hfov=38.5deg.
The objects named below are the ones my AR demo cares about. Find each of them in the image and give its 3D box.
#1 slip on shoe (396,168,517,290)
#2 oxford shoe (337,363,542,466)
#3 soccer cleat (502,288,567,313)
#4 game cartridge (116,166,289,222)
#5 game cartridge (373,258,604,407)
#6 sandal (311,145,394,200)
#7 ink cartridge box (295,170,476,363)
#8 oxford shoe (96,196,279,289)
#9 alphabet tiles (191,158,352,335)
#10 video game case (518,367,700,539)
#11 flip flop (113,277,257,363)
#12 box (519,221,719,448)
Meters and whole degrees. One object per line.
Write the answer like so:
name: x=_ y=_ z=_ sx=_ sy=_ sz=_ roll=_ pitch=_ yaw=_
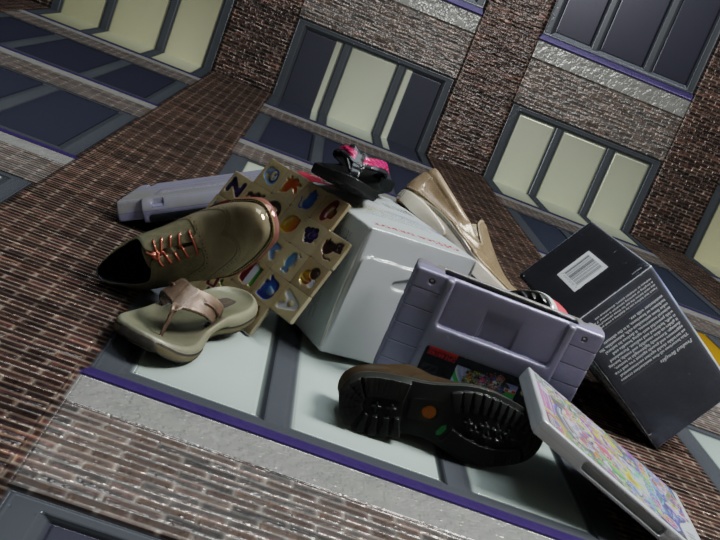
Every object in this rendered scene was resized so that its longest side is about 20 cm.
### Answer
slip on shoe: x=0.130 y=-0.036 z=1.239 sx=0.200 sy=0.061 sz=0.076 roll=46 pitch=-3 yaw=4
oxford shoe: x=0.075 y=0.123 z=0.953 sx=0.199 sy=0.073 sz=0.084 roll=20 pitch=12 yaw=-11
soccer cleat: x=0.141 y=0.048 z=1.136 sx=0.200 sy=0.068 sz=0.073 roll=8 pitch=-14 yaw=44
game cartridge: x=-0.190 y=-0.093 z=1.276 sx=0.199 sy=0.039 sz=0.130 roll=-7 pitch=18 yaw=4
game cartridge: x=0.126 y=0.081 z=1.033 sx=0.199 sy=0.130 sz=0.038 roll=20 pitch=18 yaw=-5
sandal: x=-0.001 y=-0.113 z=1.132 sx=0.075 sy=0.045 sz=0.200 roll=27 pitch=12 yaw=7
ink cartridge box: x=0.000 y=0.000 z=1.142 sx=0.145 sy=0.145 sz=0.200 roll=16 pitch=13 yaw=-31
oxford shoe: x=-0.166 y=-0.017 z=0.983 sx=0.199 sy=0.071 sz=0.075 roll=-21 pitch=-1 yaw=31
alphabet tiles: x=-0.103 y=-0.029 z=1.082 sx=0.200 sy=0.167 sz=0.006 roll=33 pitch=-7 yaw=39
video game case: x=0.231 y=0.180 z=0.954 sx=0.200 sy=0.018 sz=0.143 roll=41 pitch=12 yaw=-6
flip flop: x=-0.155 y=0.034 z=0.955 sx=0.081 sy=0.058 sz=0.200 roll=26 pitch=20 yaw=19
box: x=0.318 y=0.071 z=1.248 sx=0.199 sy=0.123 sz=0.200 roll=52 pitch=5 yaw=-19
